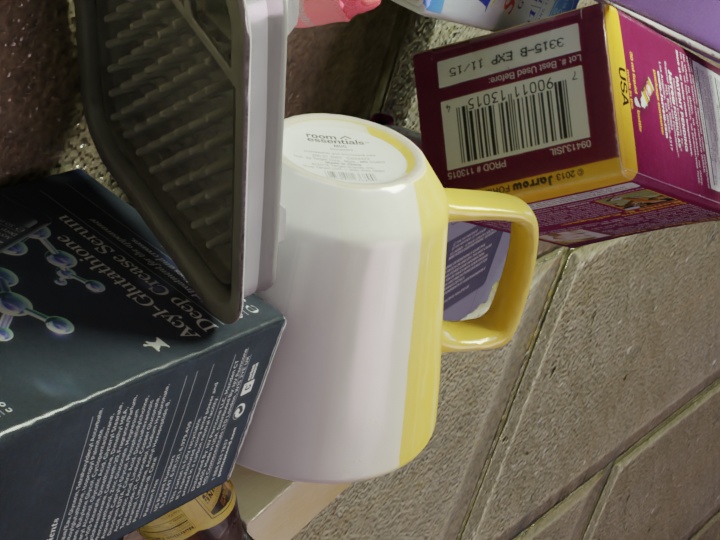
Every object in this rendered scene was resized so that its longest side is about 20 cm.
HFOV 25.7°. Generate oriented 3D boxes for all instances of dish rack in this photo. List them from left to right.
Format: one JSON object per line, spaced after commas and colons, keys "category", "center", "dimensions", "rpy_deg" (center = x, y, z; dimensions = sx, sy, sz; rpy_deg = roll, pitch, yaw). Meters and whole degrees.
{"category": "dish rack", "center": [-0.077, -0.094, 0.700], "dimensions": [0.043, 0.172, 0.201], "rpy_deg": [-21, 140, -26]}

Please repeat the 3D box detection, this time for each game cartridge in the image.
{"category": "game cartridge", "center": [0.048, -0.011, 1.032], "dimensions": [0.200, 0.041, 0.134], "rpy_deg": [-29, 139, -51]}

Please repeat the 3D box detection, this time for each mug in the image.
{"category": "mug", "center": [-0.010, -0.002, 0.839], "dimensions": [0.186, 0.149, 0.154], "rpy_deg": [-31, 139, -50]}

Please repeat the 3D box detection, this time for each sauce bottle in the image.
{"category": "sauce bottle", "center": [-0.113, 0.135, 0.959], "dimensions": [0.066, 0.066, 0.200], "rpy_deg": [-51, 138, -17]}

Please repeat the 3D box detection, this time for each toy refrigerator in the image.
{"category": "toy refrigerator", "center": [-0.044, 0.125, 1.124], "dimensions": [0.200, 0.076, 0.070], "rpy_deg": [-38, 148, -39]}

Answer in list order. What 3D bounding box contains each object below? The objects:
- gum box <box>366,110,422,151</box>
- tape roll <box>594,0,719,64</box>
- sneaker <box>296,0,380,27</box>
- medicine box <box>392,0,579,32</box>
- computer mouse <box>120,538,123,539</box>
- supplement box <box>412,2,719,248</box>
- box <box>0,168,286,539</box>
{"category": "gum box", "center": [-0.023, -0.004, 1.027], "dimensions": [0.200, 0.066, 0.114], "rpy_deg": [-41, 152, -35]}
{"category": "tape roll", "center": [0.208, -0.154, 0.893], "dimensions": [0.200, 0.199, 0.066], "rpy_deg": [3, 116, -63]}
{"category": "sneaker", "center": [-0.003, -0.200, 0.774], "dimensions": [0.074, 0.086, 0.202], "rpy_deg": [50, 50, -58]}
{"category": "medicine box", "center": [0.076, -0.240, 0.911], "dimensions": [0.200, 0.103, 0.183], "rpy_deg": [-6, 123, -61]}
{"category": "computer mouse", "center": [-0.169, 0.199, 0.907], "dimensions": [0.059, 0.034, 0.201], "rpy_deg": [-46, -163, 32]}
{"category": "supplement box", "center": [0.139, -0.082, 0.972], "dimensions": [0.199, 0.130, 0.104], "rpy_deg": [10, 72, -57]}
{"category": "box", "center": [-0.160, 0.049, 0.728], "dimensions": [0.199, 0.148, 0.108], "rpy_deg": [-23, 141, -53]}
